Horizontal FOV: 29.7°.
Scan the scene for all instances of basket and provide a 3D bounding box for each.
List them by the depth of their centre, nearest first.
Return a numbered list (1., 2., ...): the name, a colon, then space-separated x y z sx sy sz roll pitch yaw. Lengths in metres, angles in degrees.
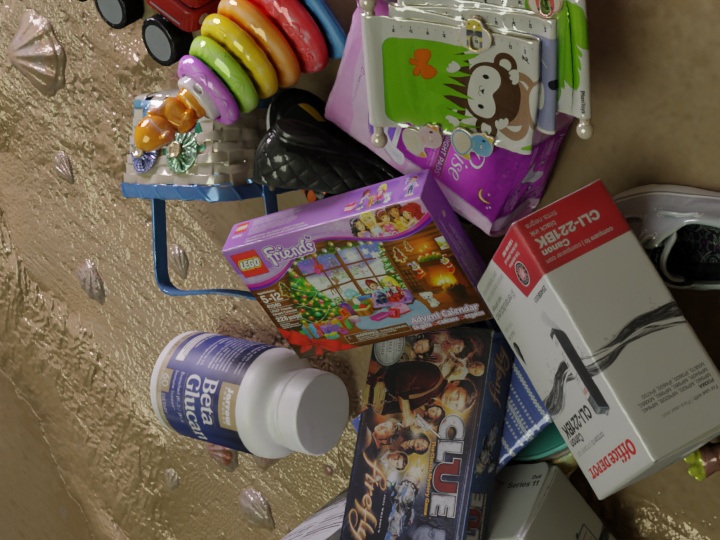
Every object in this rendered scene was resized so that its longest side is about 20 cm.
1. basket: -0.143 -0.073 1.285 0.175 0.138 0.203 0 102 41

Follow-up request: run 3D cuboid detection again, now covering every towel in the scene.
1. towel: 0.085 0.121 1.175 0.200 0.024 0.145 -47 49 22

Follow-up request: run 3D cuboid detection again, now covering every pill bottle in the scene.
1. pill bottle: -0.111 0.129 1.386 0.198 0.111 0.112 8 117 39

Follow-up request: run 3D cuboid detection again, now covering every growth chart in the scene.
1. growth chart: 0.084 -0.148 1.011 0.198 0.018 0.146 3 120 30

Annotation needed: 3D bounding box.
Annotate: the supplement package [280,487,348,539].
1. supplement package: 0.029 0.305 1.289 0.147 0.199 0.193 -30 90 47

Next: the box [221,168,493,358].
1. box: 0.000 0.000 1.146 0.198 0.039 0.137 -14 126 30

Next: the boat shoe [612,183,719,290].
1. boat shoe: 0.241 -0.021 1.012 0.199 0.071 0.071 1 113 44

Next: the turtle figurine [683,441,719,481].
1. turtle figurine: 0.308 0.106 1.025 0.161 0.064 0.201 -12 114 53

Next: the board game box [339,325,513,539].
1. board game box: 0.056 0.148 1.154 0.134 0.034 0.203 0 77 43

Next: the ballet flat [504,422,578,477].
1. ballet flat: 0.149 0.168 1.212 0.199 0.070 0.071 -23 96 46

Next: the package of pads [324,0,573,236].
1. package of pads: 0.067 -0.130 1.111 0.199 0.075 0.121 38 135 21

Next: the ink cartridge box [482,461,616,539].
1. ink cartridge box: 0.156 0.270 1.194 0.146 0.083 0.200 -16 121 46

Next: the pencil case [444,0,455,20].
1. pencil case: 0.024 -0.259 1.075 0.199 0.090 0.094 31 137 30

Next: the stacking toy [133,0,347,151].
1. stacking toy: -0.114 -0.168 1.150 0.110 0.200 0.116 53 165 -31

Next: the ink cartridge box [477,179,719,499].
1. ink cartridge box: 0.181 0.057 1.024 0.201 0.083 0.145 60 165 14

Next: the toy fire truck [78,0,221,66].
1. toy fire truck: -0.170 -0.318 1.212 0.176 0.128 0.201 38 143 20

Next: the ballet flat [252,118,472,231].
1. ballet flat: 0.004 -0.072 1.156 0.198 0.067 0.057 21 118 -14

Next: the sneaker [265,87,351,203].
1. sneaker: -0.015 -0.069 1.201 0.202 0.069 0.090 66 164 -15
